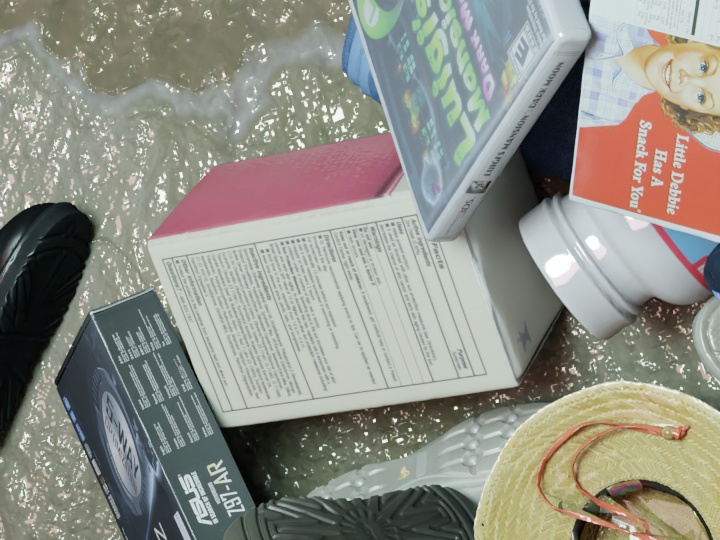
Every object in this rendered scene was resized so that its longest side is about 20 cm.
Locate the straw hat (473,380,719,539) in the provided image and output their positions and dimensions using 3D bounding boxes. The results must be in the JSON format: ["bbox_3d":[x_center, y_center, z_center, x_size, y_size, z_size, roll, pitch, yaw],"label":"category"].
[{"bbox_3d":[0.162,0.166,1.530,0.200,0.085,0.202,-3,80,16],"label":"straw hat"}]

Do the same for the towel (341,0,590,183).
[{"bbox_3d":[0.085,-0.124,1.582,0.199,0.048,0.112,24,103,24],"label":"towel"}]

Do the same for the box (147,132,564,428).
[{"bbox_3d":[0.000,0.000,1.575,0.199,0.109,0.128,-9,113,26],"label":"box"}]

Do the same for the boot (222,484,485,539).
[{"bbox_3d":[-0.025,0.218,1.556,0.073,0.181,0.201,59,137,38],"label":"boot"}]

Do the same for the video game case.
[{"bbox_3d":[0.047,-0.147,1.428,0.182,0.023,0.201,122,138,-51],"label":"video game case"}]

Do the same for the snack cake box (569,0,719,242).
[{"bbox_3d":[0.172,-0.114,1.342,0.114,0.067,0.201,15,132,14],"label":"snack cake box"}]

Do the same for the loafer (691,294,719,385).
[{"bbox_3d":[0.258,0.090,1.502,0.072,0.063,0.200,-41,85,-8],"label":"loafer"}]

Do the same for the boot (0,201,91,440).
[{"bbox_3d":[-0.276,0.012,1.760,0.162,0.073,0.199,34,107,25],"label":"boot"}]

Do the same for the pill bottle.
[{"bbox_3d":[0.188,-0.052,1.483,0.200,0.109,0.109,-37,76,14],"label":"pill bottle"}]

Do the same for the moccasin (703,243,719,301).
[{"bbox_3d":[0.271,0.031,1.445,0.200,0.068,0.081,36,67,-11],"label":"moccasin"}]

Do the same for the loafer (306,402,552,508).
[{"bbox_3d":[0.057,0.135,1.604,0.199,0.070,0.070,-22,119,21],"label":"loafer"}]

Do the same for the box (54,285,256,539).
[{"bbox_3d":[-0.114,0.127,1.641,0.043,0.160,0.201,-22,80,-20],"label":"box"}]
